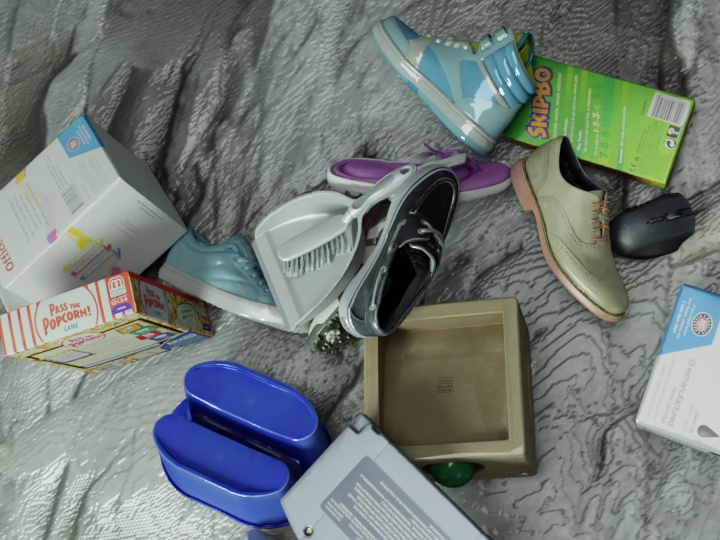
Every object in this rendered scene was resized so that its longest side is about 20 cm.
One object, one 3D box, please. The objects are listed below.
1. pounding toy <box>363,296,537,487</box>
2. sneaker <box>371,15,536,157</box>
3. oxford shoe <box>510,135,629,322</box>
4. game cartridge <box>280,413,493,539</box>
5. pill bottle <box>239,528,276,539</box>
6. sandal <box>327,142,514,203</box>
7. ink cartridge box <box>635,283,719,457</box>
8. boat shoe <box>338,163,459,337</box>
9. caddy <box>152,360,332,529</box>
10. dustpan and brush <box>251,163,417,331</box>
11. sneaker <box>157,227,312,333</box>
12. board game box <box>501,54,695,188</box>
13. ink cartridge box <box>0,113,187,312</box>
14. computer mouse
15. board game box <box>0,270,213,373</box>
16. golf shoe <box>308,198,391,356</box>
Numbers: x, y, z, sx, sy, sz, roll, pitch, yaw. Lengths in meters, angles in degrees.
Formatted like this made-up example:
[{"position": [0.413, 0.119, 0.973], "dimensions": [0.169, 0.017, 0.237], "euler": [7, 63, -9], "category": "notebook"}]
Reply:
[{"position": [0.082, 0.152, 1.170], "dimensions": [0.183, 0.142, 0.201], "euler": [-6, 68, 13], "category": "pounding toy"}, {"position": [0.111, -0.231, 1.235], "dimensions": [0.131, 0.079, 0.200], "euler": [-45, 70, 13], "category": "sneaker"}, {"position": [0.224, -0.044, 1.173], "dimensions": [0.074, 0.071, 0.201], "euler": [-40, 70, 38], "category": "oxford shoe"}, {"position": [0.027, 0.247, 1.059], "dimensions": [0.200, 0.042, 0.133], "euler": [43, 91, 19], "category": "game cartridge"}, {"position": [-0.151, 0.366, 1.184], "dimensions": [0.111, 0.111, 0.200], "euler": [44, 97, 18], "category": "pill bottle"}, {"position": [0.063, -0.107, 1.221], "dimensions": [0.201, 0.083, 0.050], "euler": [-1, 122, 5], "category": "sandal"}, {"position": [0.382, 0.115, 1.106], "dimensions": [0.199, 0.084, 0.146], "euler": [19, 85, 17], "category": "ink cartridge box"}, {"position": [0.052, -0.021, 1.129], "dimensions": [0.068, 0.072, 0.201], "euler": [-1, 51, 56], "category": "boat shoe"}, {"position": [-0.124, 0.186, 1.223], "dimensions": [0.199, 0.105, 0.142], "euler": [21, 62, 18], "category": "caddy"}, {"position": [-0.021, -0.045, 1.197], "dimensions": [0.199, 0.057, 0.140], "euler": [-30, 55, 5], "category": "dustpan and brush"}, {"position": [-0.132, 0.005, 1.266], "dimensions": [0.199, 0.074, 0.082], "euler": [21, 89, 22], "category": "sneaker"}, {"position": [0.243, -0.162, 1.225], "dimensions": [0.199, 0.030, 0.096], "euler": [20, 85, 15], "category": "board game box"}, {"position": [-0.322, -0.044, 1.289], "dimensions": [0.200, 0.125, 0.129], "euler": [-41, 52, 6], "category": "ink cartridge box"}, {"position": [0.346, -0.063, 1.175], "dimensions": [0.199, 0.034, 0.059], "euler": [-22, 74, 10], "category": "computer mouse"}, {"position": [-0.265, 0.061, 1.231], "dimensions": [0.150, 0.200, 0.047], "euler": [-18, 76, 10], "category": "board game box"}, {"position": [0.000, 0.000, 1.245], "dimensions": [0.088, 0.077, 0.200], "euler": [33, 83, 31], "category": "golf shoe"}]
